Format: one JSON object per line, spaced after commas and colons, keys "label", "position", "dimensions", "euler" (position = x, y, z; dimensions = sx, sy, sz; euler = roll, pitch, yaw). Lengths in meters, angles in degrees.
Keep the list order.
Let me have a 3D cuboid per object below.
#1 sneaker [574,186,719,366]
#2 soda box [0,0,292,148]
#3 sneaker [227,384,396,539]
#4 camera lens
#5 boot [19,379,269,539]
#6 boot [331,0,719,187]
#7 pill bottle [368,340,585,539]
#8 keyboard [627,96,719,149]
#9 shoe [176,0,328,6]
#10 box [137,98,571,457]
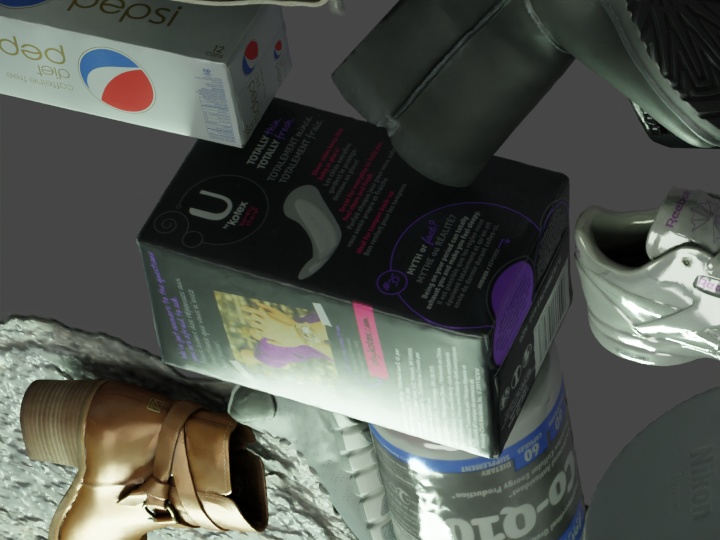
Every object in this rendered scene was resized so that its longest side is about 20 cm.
{"label": "sneaker", "position": [0.195, 0.009, 1.368], "dimensions": [0.199, 0.075, 0.100], "euler": [5, 138, 30]}
{"label": "soda box", "position": [-0.142, -0.128, 1.441], "dimensions": [0.199, 0.068, 0.064], "euler": [14, 141, 20]}
{"label": "sneaker", "position": [-0.018, 0.106, 1.645], "dimensions": [0.115, 0.075, 0.200], "euler": [6, 128, 36]}
{"label": "camera lens", "position": [0.234, 0.179, 1.473], "dimensions": [0.160, 0.160, 0.200], "euler": [-13, 127, 43]}
{"label": "boot", "position": [-0.127, 0.149, 1.773], "dimensions": [0.155, 0.077, 0.200], "euler": [7, 131, 22]}
{"label": "boot", "position": [0.087, -0.090, 1.310], "dimensions": [0.165, 0.066, 0.200], "euler": [56, 139, 6]}
{"label": "pill bottle", "position": [0.070, 0.120, 1.555], "dimensions": [0.113, 0.114, 0.200], "euler": [12, 141, 23]}
{"label": "keyboard", "position": [0.209, -0.085, 1.278], "dimensions": [0.199, 0.040, 0.104], "euler": [1, 136, 33]}
{"label": "shoe", "position": [-0.088, -0.171, 1.365], "dimensions": [0.199, 0.053, 0.070], "euler": [13, 141, 22]}
{"label": "box", "position": [0.000, 0.000, 1.438], "dimensions": [0.199, 0.122, 0.106], "euler": [16, 143, 18]}
